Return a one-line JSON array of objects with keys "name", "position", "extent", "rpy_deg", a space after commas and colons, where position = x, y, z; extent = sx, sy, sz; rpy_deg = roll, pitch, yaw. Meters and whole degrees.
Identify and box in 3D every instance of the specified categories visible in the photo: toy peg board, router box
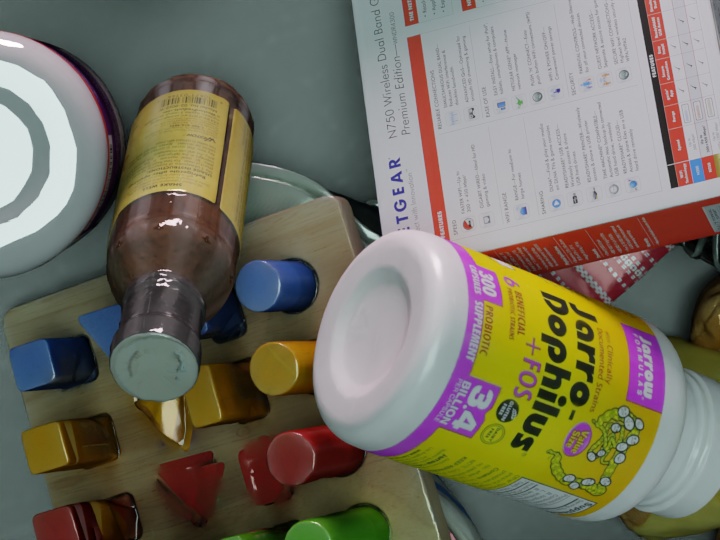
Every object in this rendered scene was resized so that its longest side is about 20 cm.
[{"name": "toy peg board", "position": [-0.082, 0.086, 1.135], "extent": [0.199, 0.098, 0.200], "rpy_deg": [-19, 83, 19]}, {"name": "router box", "position": [0.091, -0.103, 1.138], "extent": [0.179, 0.049, 0.201], "rpy_deg": [-12, 69, 15]}]

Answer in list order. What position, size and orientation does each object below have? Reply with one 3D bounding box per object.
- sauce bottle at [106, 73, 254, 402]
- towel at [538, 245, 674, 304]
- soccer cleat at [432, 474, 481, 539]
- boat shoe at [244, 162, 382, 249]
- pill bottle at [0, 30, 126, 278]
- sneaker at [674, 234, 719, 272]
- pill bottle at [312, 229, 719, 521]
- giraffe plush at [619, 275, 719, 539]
[{"name": "sauce bottle", "position": [-0.088, -0.017, 1.093], "extent": [0.064, 0.200, 0.065], "rpy_deg": [2, 126, 3]}, {"name": "towel", "position": [0.128, -0.075, 1.217], "extent": [0.200, 0.022, 0.145], "rpy_deg": [-42, 96, 3]}, {"name": "soccer cleat", "position": [0.001, 0.100, 1.191], "extent": [0.070, 0.086, 0.200], "rpy_deg": [-40, 94, 1]}, {"name": "boat shoe", "position": [0.000, 0.000, 1.198], "extent": [0.199, 0.060, 0.076], "rpy_deg": [27, 99, 10]}, {"name": "pill bottle", "position": [-0.172, -0.058, 1.116], "extent": [0.112, 0.200, 0.113], "rpy_deg": [0, 94, -3]}, {"name": "sneaker", "position": [0.162, -0.043, 1.156], "extent": [0.199, 0.114, 0.077], "rpy_deg": [21, 94, -3]}, {"name": "pill bottle", "position": [0.083, 0.058, 1.099], "extent": [0.199, 0.104, 0.105], "rpy_deg": [20, 93, -31]}, {"name": "giraffe plush", "position": [0.237, 0.095, 1.161], "extent": [0.199, 0.162, 0.173], "rpy_deg": [12, 93, -2]}]
